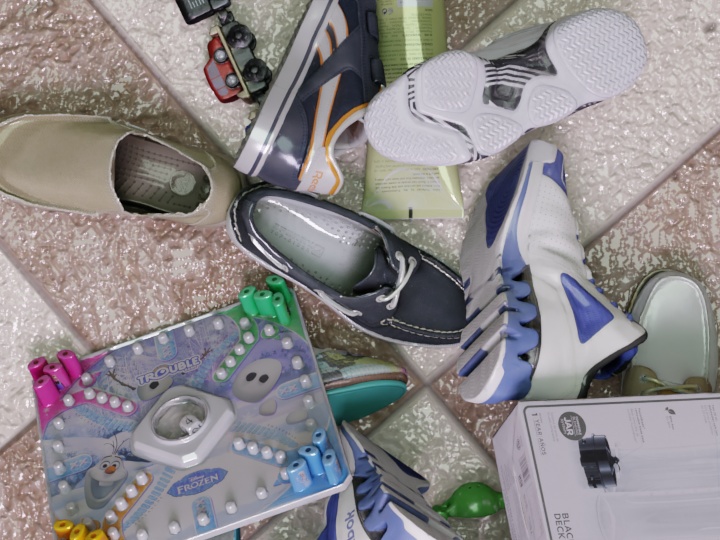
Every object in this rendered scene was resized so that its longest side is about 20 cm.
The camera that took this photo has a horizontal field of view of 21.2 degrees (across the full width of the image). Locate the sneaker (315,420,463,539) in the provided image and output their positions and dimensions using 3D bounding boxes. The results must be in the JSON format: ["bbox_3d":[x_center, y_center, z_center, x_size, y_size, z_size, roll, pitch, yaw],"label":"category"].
[{"bbox_3d":[-0.007,0.180,1.272,0.081,0.199,0.115,37,95,-16],"label":"sneaker"}]

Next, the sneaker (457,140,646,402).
[{"bbox_3d":[0.134,0.020,1.320,0.115,0.081,0.200,22,54,-19],"label":"sneaker"}]

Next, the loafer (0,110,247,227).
[{"bbox_3d":[-0.180,-0.075,1.357,0.200,0.068,0.076,7,86,1],"label":"loafer"}]

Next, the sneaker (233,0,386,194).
[{"bbox_3d":[-0.019,-0.135,1.337,0.079,0.078,0.200,24,61,-6],"label":"sneaker"}]

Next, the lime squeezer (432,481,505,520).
[{"bbox_3d":[0.071,0.194,1.359,0.200,0.038,0.071,-37,118,-2],"label":"lime squeezer"}]

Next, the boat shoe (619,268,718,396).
[{"bbox_3d":[0.215,0.097,1.339,0.075,0.068,0.200,5,86,1],"label":"boat shoe"}]

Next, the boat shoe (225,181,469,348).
[{"bbox_3d":[0.000,0.000,1.338,0.200,0.060,0.076,22,84,-12],"label":"boat shoe"}]

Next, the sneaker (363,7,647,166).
[{"bbox_3d":[0.092,-0.121,1.326,0.200,0.115,0.075,-21,93,-8],"label":"sneaker"}]

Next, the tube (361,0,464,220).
[{"bbox_3d":[0.034,-0.136,1.371,0.052,0.058,0.200,0,88,-30],"label":"tube"}]

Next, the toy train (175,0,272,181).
[{"bbox_3d":[-0.090,-0.144,1.378,0.046,0.034,0.200,-25,86,3],"label":"toy train"}]

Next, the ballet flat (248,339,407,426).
[{"bbox_3d":[-0.068,0.093,1.352,0.200,0.069,0.071,-25,60,-1],"label":"ballet flat"}]

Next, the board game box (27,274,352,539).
[{"bbox_3d":[-0.123,0.100,1.300,0.200,0.026,0.200,-20,42,0],"label":"board game box"}]

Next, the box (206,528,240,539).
[{"bbox_3d":[-0.124,0.264,1.343,0.082,0.049,0.200,-1,86,0],"label":"box"}]

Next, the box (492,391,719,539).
[{"bbox_3d":[0.196,0.143,1.244,0.200,0.060,0.117,-3,62,-16],"label":"box"}]
